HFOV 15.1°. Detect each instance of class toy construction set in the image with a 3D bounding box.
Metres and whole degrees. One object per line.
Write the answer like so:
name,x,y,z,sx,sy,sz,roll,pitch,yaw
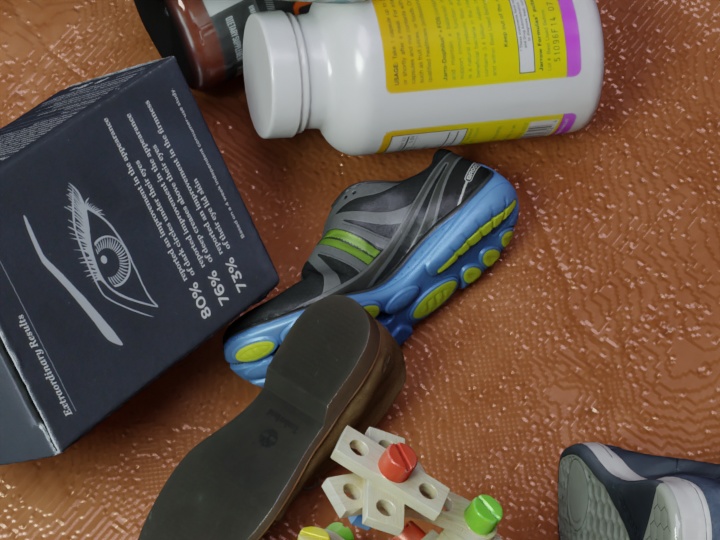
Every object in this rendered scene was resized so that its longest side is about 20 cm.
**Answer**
toy construction set,0.013,0.154,1.432,0.131,0.200,0.092,43,54,11

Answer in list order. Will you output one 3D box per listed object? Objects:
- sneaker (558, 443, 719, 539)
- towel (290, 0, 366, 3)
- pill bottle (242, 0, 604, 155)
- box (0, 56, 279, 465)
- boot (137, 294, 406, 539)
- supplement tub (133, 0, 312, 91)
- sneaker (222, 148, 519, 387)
sneaker,0.194,0.133,1.450,0.145,0.202,0.078,-1,95,-16
towel,-0.069,-0.238,1.592,0.170,0.048,0.201,1,53,9
pill bottle,0.035,-0.124,1.598,0.199,0.104,0.105,-6,62,-15
box,-0.163,-0.005,1.486,0.200,0.104,0.149,-37,108,-42
boot,-0.045,0.112,1.517,0.200,0.075,0.074,-51,54,-1
supplement tub,-0.037,-0.196,1.652,0.199,0.107,0.107,-28,66,-13
sneaker,0.000,0.000,1.580,0.199,0.071,0.083,-36,54,-18
